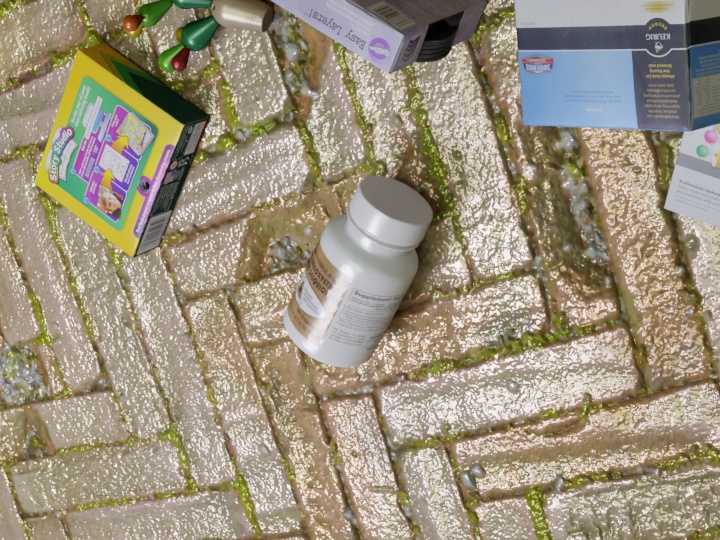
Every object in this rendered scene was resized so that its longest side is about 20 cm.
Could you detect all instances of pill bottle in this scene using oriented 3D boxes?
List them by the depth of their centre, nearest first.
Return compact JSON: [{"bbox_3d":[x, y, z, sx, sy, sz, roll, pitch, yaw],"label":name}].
[{"bbox_3d":[0.000,0.000,1.643,0.114,0.114,0.200,36,121,15],"label":"pill bottle"}]

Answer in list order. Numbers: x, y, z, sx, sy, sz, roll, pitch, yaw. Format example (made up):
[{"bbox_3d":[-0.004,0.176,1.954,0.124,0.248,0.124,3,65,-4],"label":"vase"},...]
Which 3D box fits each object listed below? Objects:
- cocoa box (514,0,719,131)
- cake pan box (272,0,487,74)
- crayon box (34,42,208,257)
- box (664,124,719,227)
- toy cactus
[{"bbox_3d":[0.261,-0.204,1.370,0.200,0.133,0.132,8,109,46],"label":"cocoa box"},{"bbox_3d":[0.010,-0.282,1.496,0.200,0.184,0.052,33,125,16],"label":"cake pan box"},{"bbox_3d":[-0.296,-0.147,1.802,0.172,0.058,0.200,36,121,17],"label":"crayon box"},{"bbox_3d":[0.392,-0.130,1.408,0.155,0.041,0.201,22,116,24],"label":"box"},{"bbox_3d":[-0.182,-0.311,1.665,0.164,0.102,0.201,19,108,13],"label":"toy cactus"}]
